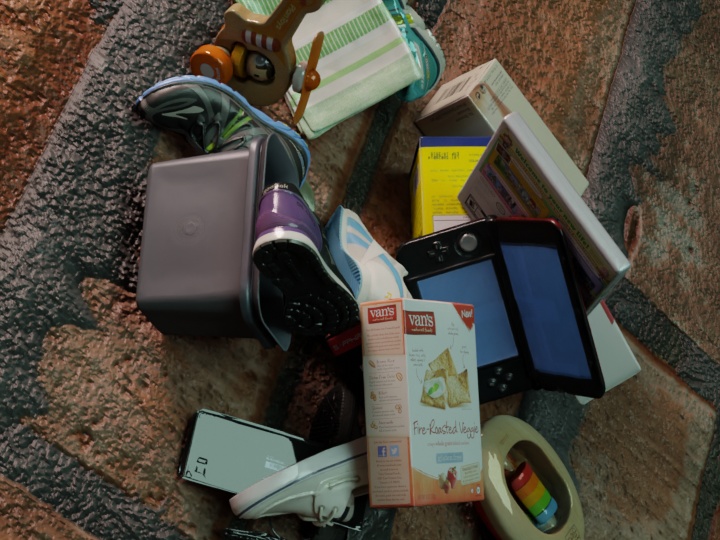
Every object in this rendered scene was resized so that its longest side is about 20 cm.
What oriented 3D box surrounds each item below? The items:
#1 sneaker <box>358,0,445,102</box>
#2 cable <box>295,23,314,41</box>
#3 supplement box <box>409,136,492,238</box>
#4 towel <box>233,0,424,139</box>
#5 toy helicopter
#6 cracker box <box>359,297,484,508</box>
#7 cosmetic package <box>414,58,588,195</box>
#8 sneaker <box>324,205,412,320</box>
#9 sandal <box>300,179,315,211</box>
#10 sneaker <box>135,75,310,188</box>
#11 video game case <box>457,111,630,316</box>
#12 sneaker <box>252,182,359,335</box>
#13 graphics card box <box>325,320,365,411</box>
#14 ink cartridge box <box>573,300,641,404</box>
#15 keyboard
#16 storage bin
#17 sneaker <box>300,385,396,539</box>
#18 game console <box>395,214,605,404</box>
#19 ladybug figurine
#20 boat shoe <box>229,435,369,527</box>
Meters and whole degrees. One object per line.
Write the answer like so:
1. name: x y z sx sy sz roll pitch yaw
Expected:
1. sneaker: 0.020 -0.280 1.832 0.200 0.077 0.080 49 57 -15
2. cable: -0.022 -0.307 1.881 0.199 0.051 0.164 18 65 -36
3. supplement box: 0.118 -0.041 1.843 0.108 0.110 0.201 0 71 -4
4. towel: -0.043 -0.267 1.796 0.201 0.152 0.023 61 4 -6
5. toy helicopter: -0.083 -0.240 1.694 0.132 0.200 0.079 41 48 -2
6. cracker box: 0.062 0.131 1.597 0.134 0.057 0.201 6 79 -55
7. cosmetic package: 0.172 -0.143 1.966 0.200 0.103 0.087 49 49 -15
8. sneaker: 0.000 0.000 1.719 0.080 0.077 0.200 22 22 -23
9. sandal: -0.086 -0.019 1.708 0.080 0.057 0.202 38 52 -27
10. sneaker: -0.140 -0.136 1.676 0.199 0.071 0.083 28 48 -23
11. video game case: 0.188 -0.043 1.695 0.022 0.182 0.200 -29 75 -23
12. sneaker: -0.048 -0.012 1.550 0.200 0.075 0.088 68 17 -57
13. graphics card box: 0.040 0.134 1.740 0.201 0.051 0.125 63 16 -6
14. ink cartridge box: 0.238 0.052 1.881 0.147 0.083 0.200 60 2 -12
15. keyboard: -0.087 0.223 1.607 0.199 0.021 0.128 19 66 -17
16. storage bin: -0.140 -0.022 1.602 0.146 0.134 0.201 60 30 -64
17. sneaker: -0.005 0.229 1.690 0.104 0.060 0.201 21 67 -30
18. game console: 0.145 0.052 1.705 0.119 0.171 0.201 -106 179 -77
19. ladybug figurine: 0.181 0.258 1.842 0.200 0.072 0.136 56 46 -10
20. boat shoe: -0.032 0.216 1.587 0.199 0.071 0.070 -17 77 -35
